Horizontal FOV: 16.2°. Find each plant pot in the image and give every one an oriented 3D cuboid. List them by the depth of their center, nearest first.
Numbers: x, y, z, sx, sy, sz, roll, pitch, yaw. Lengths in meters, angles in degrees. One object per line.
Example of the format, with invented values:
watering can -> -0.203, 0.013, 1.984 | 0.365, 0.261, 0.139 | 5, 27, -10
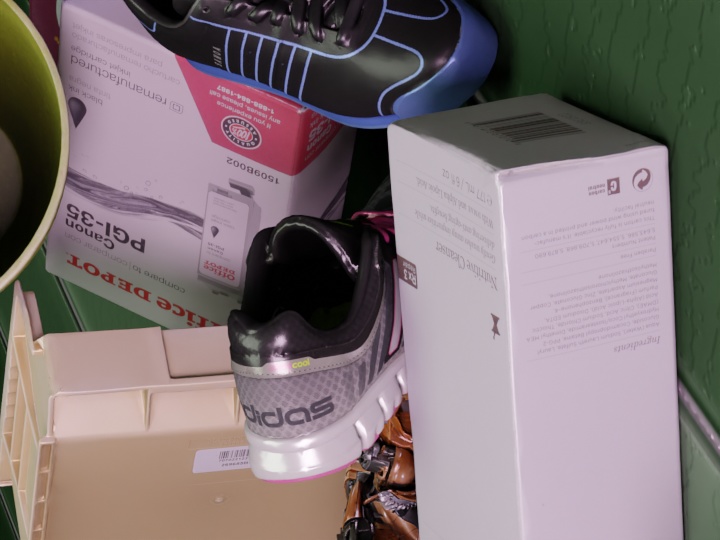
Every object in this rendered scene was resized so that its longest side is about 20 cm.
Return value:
plant pot -> -0.231, -0.053, 1.303 | 0.200, 0.186, 0.188 | 91, 166, -85

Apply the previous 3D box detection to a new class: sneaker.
sneaker -> 0.000, 0.000, 1.112 | 0.073, 0.200, 0.088 | 4, 130, 31
sneaker -> -0.033, -0.117, 1.163 | 0.199, 0.078, 0.071 | 11, 74, 39

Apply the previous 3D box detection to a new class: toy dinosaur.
toy dinosaur -> 0.031, 0.112, 1.202 | 0.200, 0.101, 0.136 | 74, -174, -52

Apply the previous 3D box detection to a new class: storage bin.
storage bin -> -0.081, 0.082, 1.317 | 0.199, 0.199, 0.094 | 105, 157, -52

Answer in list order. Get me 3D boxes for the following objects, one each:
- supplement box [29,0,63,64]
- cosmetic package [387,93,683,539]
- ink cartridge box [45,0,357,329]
supplement box -> -0.123, -0.128, 1.449 | 0.110, 0.086, 0.201 | 22, 130, 21
cosmetic package -> 0.073, 0.038, 1.051 | 0.113, 0.081, 0.201 | -149, 52, -63
ink cartridge box -> -0.083, -0.061, 1.342 | 0.146, 0.083, 0.201 | 24, 137, 13
